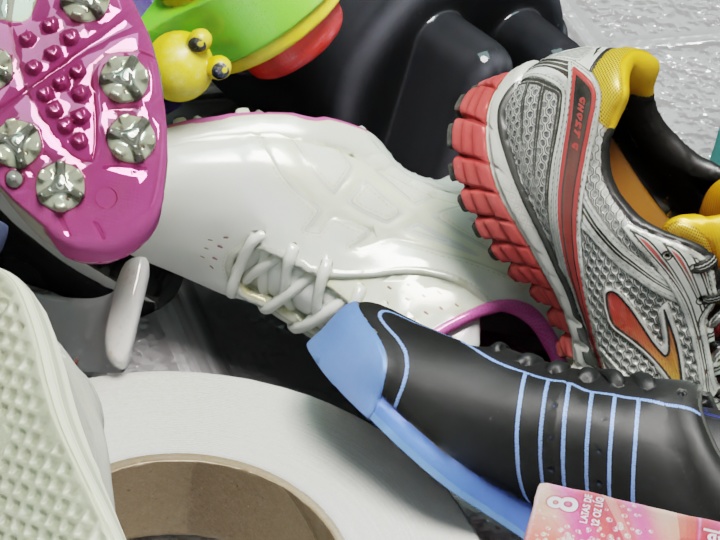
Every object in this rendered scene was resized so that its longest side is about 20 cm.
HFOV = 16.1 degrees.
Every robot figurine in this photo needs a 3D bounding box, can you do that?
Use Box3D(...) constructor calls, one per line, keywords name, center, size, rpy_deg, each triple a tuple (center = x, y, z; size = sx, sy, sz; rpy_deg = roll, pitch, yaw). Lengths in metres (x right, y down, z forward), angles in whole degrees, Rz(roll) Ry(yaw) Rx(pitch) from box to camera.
Box3D(name="robot figurine", center=(0.004, -0.104, 1.045), size=(0.125, 0.150, 0.200), rpy_deg=(-46, 51, -4))

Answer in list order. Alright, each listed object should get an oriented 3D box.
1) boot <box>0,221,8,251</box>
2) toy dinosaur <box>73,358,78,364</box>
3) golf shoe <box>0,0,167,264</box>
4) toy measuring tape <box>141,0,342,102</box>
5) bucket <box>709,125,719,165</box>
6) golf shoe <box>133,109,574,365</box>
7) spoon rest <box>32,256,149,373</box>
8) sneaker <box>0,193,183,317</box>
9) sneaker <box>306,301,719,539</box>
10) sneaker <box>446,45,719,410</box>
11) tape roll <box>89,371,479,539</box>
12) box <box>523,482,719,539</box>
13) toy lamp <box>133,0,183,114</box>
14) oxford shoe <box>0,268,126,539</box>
Box3D(name="boot", center=(-0.202, -0.021, 0.785), size=(0.199, 0.091, 0.073), rpy_deg=(30, -4, 18))
Box3D(name="toy dinosaur", center=(-0.193, -0.059, 0.889), size=(0.199, 0.105, 0.183), rpy_deg=(24, 57, -29))
Box3D(name="golf shoe", center=(-0.123, -0.083, 0.908), size=(0.075, 0.092, 0.201), rpy_deg=(-24, 71, -12))
Box3D(name="toy measuring tape", center=(-0.023, -0.131, 0.948), size=(0.073, 0.074, 0.200), rpy_deg=(19, 48, 14))
Box3D(name="bucket", center=(0.242, -0.057, 1.024), size=(0.205, 0.136, 0.208), rpy_deg=(5, 38, -4))
Box3D(name="golf shoe", center=(0.000, 0.000, 0.928), size=(0.198, 0.076, 0.092), rpy_deg=(10, 49, -14))
Box3D(name="spoon rest", center=(-0.174, 0.005, 0.919), size=(0.198, 0.061, 0.100), rpy_deg=(11, 72, 5))
Box3D(name="sneaker", center=(-0.161, -0.038, 0.979), size=(0.199, 0.090, 0.070), rpy_deg=(34, 44, -9))
Box3D(name="sneaker", center=(0.077, 0.059, 0.853), size=(0.199, 0.078, 0.070), rpy_deg=(36, 2, 13))
Box3D(name="sneaker", center=(0.110, 0.013, 0.888), size=(0.201, 0.082, 0.078), rpy_deg=(57, 41, -10))
Box3D(name="tape roll", center=(-0.057, 0.108, 0.828), size=(0.201, 0.037, 0.203), rpy_deg=(6, 37, -4))
Box3D(name="box", center=(0.073, 0.168, 0.720), size=(0.094, 0.103, 0.201), rpy_deg=(12, 38, 6))
Box3D(name="toy lamp", center=(-0.141, -0.125, 1.017), size=(0.200, 0.059, 0.058), rpy_deg=(37, 45, 27))
Box3D(name="oxford shoe", center=(-0.099, 0.088, 0.765), size=(0.075, 0.058, 0.201), rpy_deg=(-20, 54, 6))
